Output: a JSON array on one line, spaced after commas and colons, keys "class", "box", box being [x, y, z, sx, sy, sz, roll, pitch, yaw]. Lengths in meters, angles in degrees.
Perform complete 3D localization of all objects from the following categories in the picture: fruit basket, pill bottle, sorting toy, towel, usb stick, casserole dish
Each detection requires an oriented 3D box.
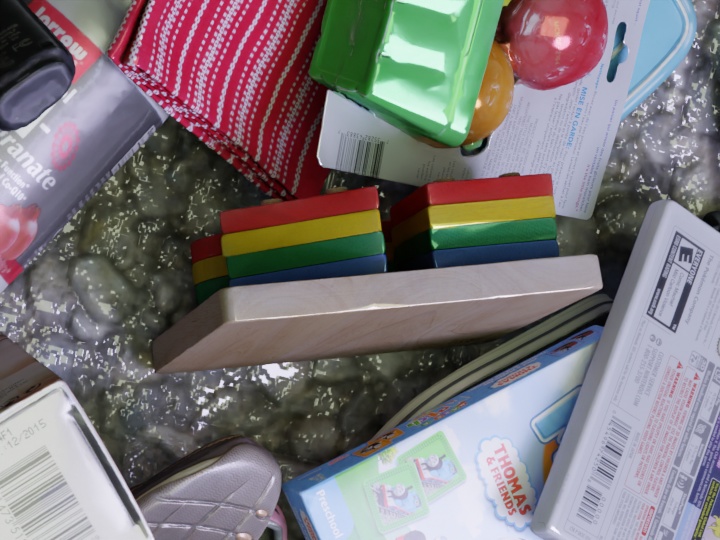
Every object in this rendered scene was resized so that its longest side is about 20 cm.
[{"class": "fruit basket", "box": [0.072, -0.131, 1.530, 0.200, 0.094, 0.186, 8, 99, -42]}, {"class": "pill bottle", "box": [-0.167, -0.090, 1.486, 0.111, 0.111, 0.200, 45, 83, -16]}, {"class": "sorting toy", "box": [0.000, 0.000, 1.506, 0.198, 0.200, 0.070, -5, 82, -16]}, {"class": "towel", "box": [-0.047, -0.129, 1.498, 0.145, 0.022, 0.200, -63, 146, -8]}, {"class": "usb stick", "box": [-0.198, -0.126, 1.430, 0.055, 0.200, 0.033, -35, 127, -7]}, {"class": "casserole dish", "box": [0.108, -0.122, 1.600, 0.200, 0.039, 0.121, -41, 105, -7]}]

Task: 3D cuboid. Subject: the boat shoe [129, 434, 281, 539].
[{"class": "boat shoe", "box": [-0.131, 0.146, 1.521, 0.200, 0.073, 0.074, -37, 128, 10]}]

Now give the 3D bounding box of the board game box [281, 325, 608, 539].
[{"class": "board game box", "box": [0.077, 0.140, 1.537, 0.199, 0.037, 0.152, -27, 101, -16]}]

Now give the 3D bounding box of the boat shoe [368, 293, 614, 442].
[{"class": "boat shoe", "box": [0.075, 0.086, 1.592, 0.200, 0.075, 0.062, -29, 74, -15]}]

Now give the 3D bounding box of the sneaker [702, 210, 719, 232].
[{"class": "sneaker", "box": [0.249, 0.061, 1.647, 0.090, 0.066, 0.201, -7, 96, -13]}]

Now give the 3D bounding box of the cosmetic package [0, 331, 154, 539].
[{"class": "cosmetic package", "box": [-0.182, 0.103, 1.457, 0.087, 0.200, 0.104, -32, 105, -11]}]

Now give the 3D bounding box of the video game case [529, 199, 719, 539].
[{"class": "video game case", "box": [0.195, 0.091, 1.555, 0.182, 0.023, 0.201, 32, 69, -27]}]

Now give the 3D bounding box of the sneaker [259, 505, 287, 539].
[{"class": "sneaker", "box": [-0.086, 0.211, 1.559, 0.070, 0.082, 0.201, 8, 94, -18]}]
